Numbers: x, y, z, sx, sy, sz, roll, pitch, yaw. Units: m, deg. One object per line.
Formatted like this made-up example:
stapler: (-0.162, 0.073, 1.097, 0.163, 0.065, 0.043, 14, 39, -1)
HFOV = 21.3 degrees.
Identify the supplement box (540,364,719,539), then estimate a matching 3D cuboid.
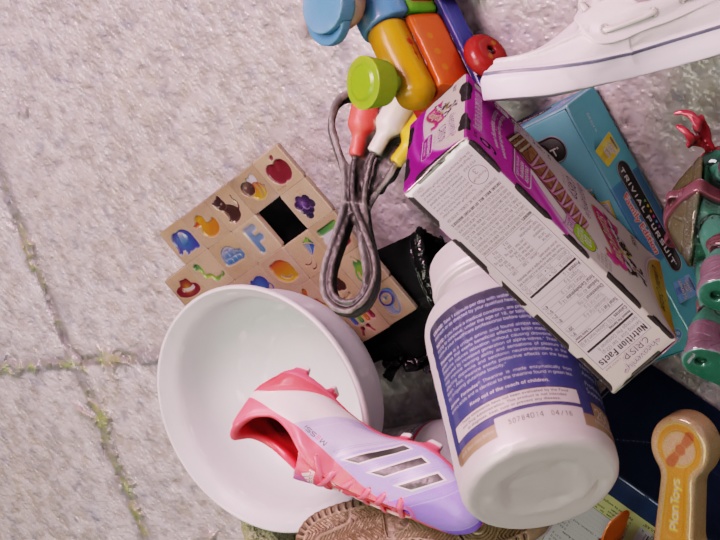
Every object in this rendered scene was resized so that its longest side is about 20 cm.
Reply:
supplement box: (0.224, 0.217, 1.444, 0.200, 0.134, 0.200, 35, 130, 16)

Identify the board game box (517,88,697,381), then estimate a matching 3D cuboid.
board game box: (0.155, -0.018, 1.423, 0.151, 0.047, 0.200, -23, 99, 42)

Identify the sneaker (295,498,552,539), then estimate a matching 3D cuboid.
sneaker: (0.063, 0.200, 1.439, 0.200, 0.112, 0.071, -12, 66, 21)

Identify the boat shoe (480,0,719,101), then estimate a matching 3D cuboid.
boat shoe: (0.173, -0.160, 1.276, 0.200, 0.074, 0.065, -14, 95, -1)

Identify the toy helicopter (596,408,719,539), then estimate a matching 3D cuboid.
toy helicopter: (0.211, 0.189, 1.316, 0.132, 0.079, 0.200, 14, 110, 40)

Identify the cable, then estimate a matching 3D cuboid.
cable: (-0.002, -0.068, 1.435, 0.097, 0.200, 0.050, 18, 162, 18)

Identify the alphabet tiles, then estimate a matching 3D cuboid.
alphabet tiles: (-0.070, 0.006, 1.528, 0.167, 0.008, 0.200, 49, 134, -8)

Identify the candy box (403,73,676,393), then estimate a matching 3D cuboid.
candy box: (0.120, -0.027, 1.283, 0.061, 0.136, 0.200, -42, 105, 18)

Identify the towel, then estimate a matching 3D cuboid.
towel: (-0.074, 0.196, 1.617, 0.036, 0.148, 0.200, -14, 77, 9)

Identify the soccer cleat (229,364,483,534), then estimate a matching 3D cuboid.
soccer cleat: (-0.002, 0.141, 1.371, 0.200, 0.076, 0.067, 32, 144, 26)

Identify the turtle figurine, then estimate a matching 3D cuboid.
turtle figurine: (0.249, -0.029, 1.266, 0.101, 0.200, 0.150, -2, 134, 20)

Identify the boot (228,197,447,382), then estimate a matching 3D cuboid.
boot: (-0.001, 0.000, 1.530, 0.162, 0.073, 0.198, -16, 112, 43)

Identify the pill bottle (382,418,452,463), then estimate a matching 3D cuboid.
pill bottle: (0.048, 0.180, 1.570, 0.200, 0.109, 0.109, -14, 106, 39)

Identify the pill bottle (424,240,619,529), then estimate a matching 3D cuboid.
pill bottle: (0.106, 0.071, 1.343, 0.111, 0.111, 0.200, -57, 33, 41)

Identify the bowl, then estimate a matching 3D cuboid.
bowl: (-0.055, 0.097, 1.503, 0.201, 0.090, 0.201, 11, 111, 29)

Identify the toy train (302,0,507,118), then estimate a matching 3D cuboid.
toy train: (0.042, -0.129, 1.359, 0.085, 0.116, 0.200, -44, 62, 44)
